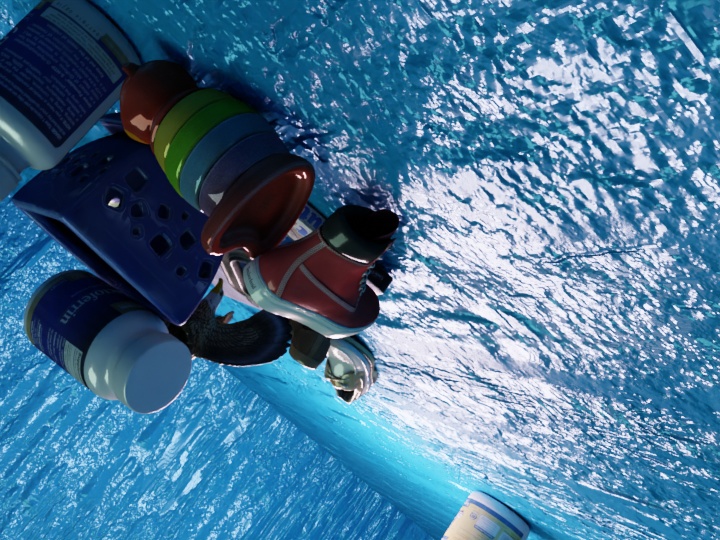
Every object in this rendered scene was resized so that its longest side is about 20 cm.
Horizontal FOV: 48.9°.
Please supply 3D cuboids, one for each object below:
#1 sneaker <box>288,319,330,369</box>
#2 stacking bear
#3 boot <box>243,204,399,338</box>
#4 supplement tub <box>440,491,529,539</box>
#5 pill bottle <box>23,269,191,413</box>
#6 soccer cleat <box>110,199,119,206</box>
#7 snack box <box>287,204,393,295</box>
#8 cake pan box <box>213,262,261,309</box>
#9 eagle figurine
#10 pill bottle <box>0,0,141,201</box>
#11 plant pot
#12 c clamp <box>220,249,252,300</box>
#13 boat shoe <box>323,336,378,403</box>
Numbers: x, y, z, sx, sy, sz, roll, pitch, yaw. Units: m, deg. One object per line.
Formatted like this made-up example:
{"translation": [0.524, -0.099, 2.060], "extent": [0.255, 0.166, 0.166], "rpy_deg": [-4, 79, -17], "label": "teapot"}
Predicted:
{"translation": [-0.072, 0.088, 1.218], "extent": [0.070, 0.076, 0.200], "rpy_deg": [32, -173, -17], "label": "sneaker"}
{"translation": [-0.148, -0.119, 0.738], "extent": [0.200, 0.114, 0.121], "rpy_deg": [43, -167, 17], "label": "stacking bear"}
{"translation": [0.000, 0.000, 0.785], "extent": [0.200, 0.144, 0.072], "rpy_deg": [23, -139, -57], "label": "boot"}
{"translation": [0.240, 0.577, 1.631], "extent": [0.145, 0.200, 0.145], "rpy_deg": [34, 163, 12], "label": "supplement tub"}
{"translation": [-0.304, 0.085, 0.954], "extent": [0.200, 0.116, 0.116], "rpy_deg": [26, 160, 32], "label": "pill bottle"}
{"translation": [-0.443, -0.116, 1.376], "extent": [0.065, 0.084, 0.200], "rpy_deg": [38, 164, -3], "label": "soccer cleat"}
{"translation": [-0.054, -0.042, 0.890], "extent": [0.200, 0.024, 0.072], "rpy_deg": [41, 161, -12], "label": "snack box"}
{"translation": [-0.218, -0.018, 1.242], "extent": [0.184, 0.052, 0.200], "rpy_deg": [12, 150, 51], "label": "cake pan box"}
{"translation": [-0.208, 0.084, 1.090], "extent": [0.200, 0.151, 0.152], "rpy_deg": [35, -164, -52], "label": "eagle figurine"}
{"translation": [-0.330, -0.172, 0.797], "extent": [0.120, 0.200, 0.120], "rpy_deg": [33, 162, 12], "label": "pill bottle"}
{"translation": [-0.264, -0.076, 0.956], "extent": [0.200, 0.180, 0.200], "rpy_deg": [17, 154, 50], "label": "plant pot"}
{"translation": [-0.123, 0.017, 1.093], "extent": [0.171, 0.027, 0.200], "rpy_deg": [20, 157, 7], "label": "c clamp"}
{"translation": [-0.021, 0.162, 1.287], "extent": [0.075, 0.068, 0.200], "rpy_deg": [28, 161, 28], "label": "boat shoe"}
